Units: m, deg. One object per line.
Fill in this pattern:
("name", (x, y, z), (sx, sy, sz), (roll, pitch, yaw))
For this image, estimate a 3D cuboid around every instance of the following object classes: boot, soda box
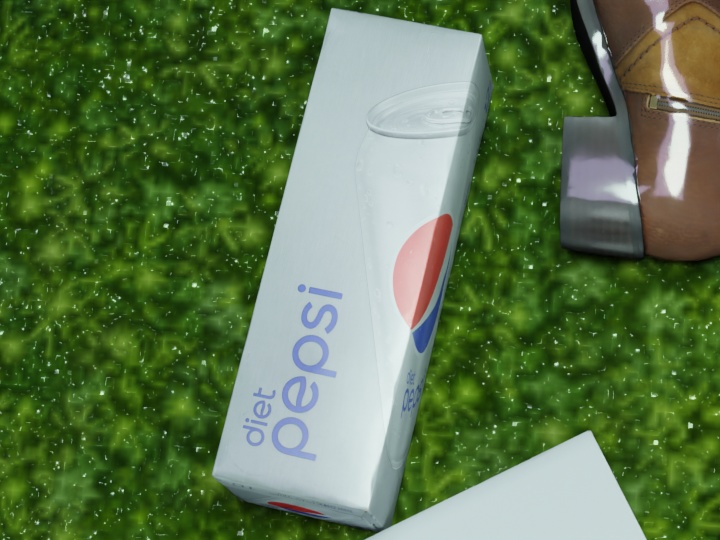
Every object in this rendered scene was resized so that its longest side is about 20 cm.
("boot", (0.183, -0.094, 0.891), (0.198, 0.069, 0.190), (2, 75, 8))
("soda box", (0.000, 0.000, 0.896), (0.068, 0.063, 0.202), (12, 78, 11))

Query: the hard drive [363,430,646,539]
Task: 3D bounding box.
("hard drive", (0.025, 0.157, 0.845), (0.199, 0.025, 0.132), (-26, 47, 2))
